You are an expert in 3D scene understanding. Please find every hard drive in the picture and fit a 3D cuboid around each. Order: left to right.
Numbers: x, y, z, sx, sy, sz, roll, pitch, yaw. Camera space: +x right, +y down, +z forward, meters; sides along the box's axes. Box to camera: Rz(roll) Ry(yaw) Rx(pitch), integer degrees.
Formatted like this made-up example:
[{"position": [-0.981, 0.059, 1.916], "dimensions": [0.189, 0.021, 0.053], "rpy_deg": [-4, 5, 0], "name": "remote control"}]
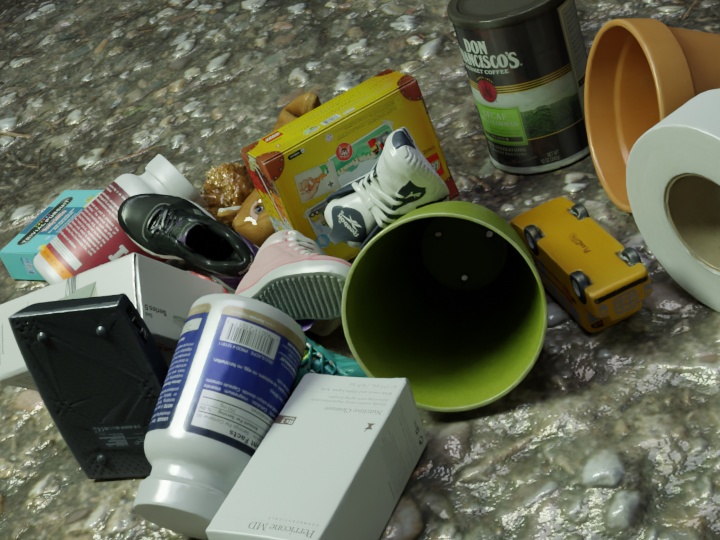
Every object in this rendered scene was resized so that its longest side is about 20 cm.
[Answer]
[{"position": [-0.240, 0.111, 1.211], "dimensions": [0.133, 0.201, 0.042], "rpy_deg": [-6, 32, 20], "name": "hard drive"}]

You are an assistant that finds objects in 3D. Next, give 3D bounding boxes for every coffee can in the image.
[{"position": [0.198, -0.237, 1.499], "dimensions": [0.145, 0.201, 0.147], "rpy_deg": [-15, 30, 9], "name": "coffee can"}]

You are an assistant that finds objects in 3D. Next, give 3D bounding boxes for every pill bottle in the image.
[{"position": [-0.283, -0.040, 1.520], "dimensions": [0.200, 0.113, 0.113], "rpy_deg": [-45, 35, -7], "name": "pill bottle"}, {"position": [-0.128, 0.133, 1.144], "dimensions": [0.115, 0.116, 0.202], "rpy_deg": [1, 60, 32], "name": "pill bottle"}]

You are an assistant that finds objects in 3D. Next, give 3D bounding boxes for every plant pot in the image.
[{"position": [0.089, 0.009, 1.225], "dimensions": [0.185, 0.189, 0.200], "rpy_deg": [-12, 15, 13], "name": "plant pot"}, {"position": [0.337, -0.168, 1.336], "dimensions": [0.138, 0.202, 0.200], "rpy_deg": [-7, 29, -11], "name": "plant pot"}]

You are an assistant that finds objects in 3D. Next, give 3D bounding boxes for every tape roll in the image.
[{"position": [0.333, -0.057, 1.134], "dimensions": [0.071, 0.204, 0.202], "rpy_deg": [-34, 33, -22], "name": "tape roll"}]

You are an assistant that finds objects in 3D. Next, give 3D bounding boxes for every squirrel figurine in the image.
[{"position": [-0.103, -0.091, 1.550], "dimensions": [0.199, 0.142, 0.187], "rpy_deg": [-11, 39, 47], "name": "squirrel figurine"}]

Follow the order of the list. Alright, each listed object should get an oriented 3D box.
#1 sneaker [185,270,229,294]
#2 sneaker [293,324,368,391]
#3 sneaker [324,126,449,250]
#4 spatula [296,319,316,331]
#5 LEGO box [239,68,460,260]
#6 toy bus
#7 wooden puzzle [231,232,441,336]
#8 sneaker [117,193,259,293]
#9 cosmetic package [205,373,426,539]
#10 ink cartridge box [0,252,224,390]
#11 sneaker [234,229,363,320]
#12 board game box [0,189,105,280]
[{"position": [-0.187, 0.031, 1.420], "dimensions": [0.074, 0.087, 0.199], "rpy_deg": [-37, 34, -28], "name": "sneaker"}, {"position": [-0.058, 0.097, 1.244], "dimensions": [0.199, 0.080, 0.078], "rpy_deg": [9, 40, 39], "name": "sneaker"}, {"position": [0.018, -0.071, 1.295], "dimensions": [0.129, 0.080, 0.199], "rpy_deg": [-36, -4, 3], "name": "sneaker"}, {"position": [0.000, 0.000, 1.343], "dimensions": [0.199, 0.021, 0.056], "rpy_deg": [-37, 18, -26], "name": "spatula"}, {"position": [-0.009, -0.108, 1.404], "dimensions": [0.199, 0.150, 0.077], "rpy_deg": [-30, 26, -14], "name": "LEGO box"}, {"position": [0.214, -0.005, 1.241], "dimensions": [0.065, 0.079, 0.200], "rpy_deg": [-23, 31, -7], "name": "toy bus"}, {"position": [-0.025, 0.002, 1.425], "dimensions": [0.185, 0.037, 0.199], "rpy_deg": [-38, 30, -26], "name": "wooden puzzle"}, {"position": [-0.191, -0.045, 1.406], "dimensions": [0.199, 0.088, 0.076], "rpy_deg": [24, 80, 19], "name": "sneaker"}, {"position": [-0.033, 0.184, 1.090], "dimensions": [0.112, 0.082, 0.200], "rpy_deg": [0, 35, 27], "name": "cosmetic package"}, {"position": [-0.254, 0.063, 1.303], "dimensions": [0.198, 0.145, 0.085], "rpy_deg": [-19, 67, 27], "name": "ink cartridge box"}, {"position": [-0.057, -0.003, 1.288], "dimensions": [0.199, 0.075, 0.105], "rpy_deg": [-20, 37, 51], "name": "sneaker"}, {"position": [-0.357, -0.048, 1.686], "dimensions": [0.198, 0.047, 0.151], "rpy_deg": [1, 38, 33], "name": "board game box"}]
